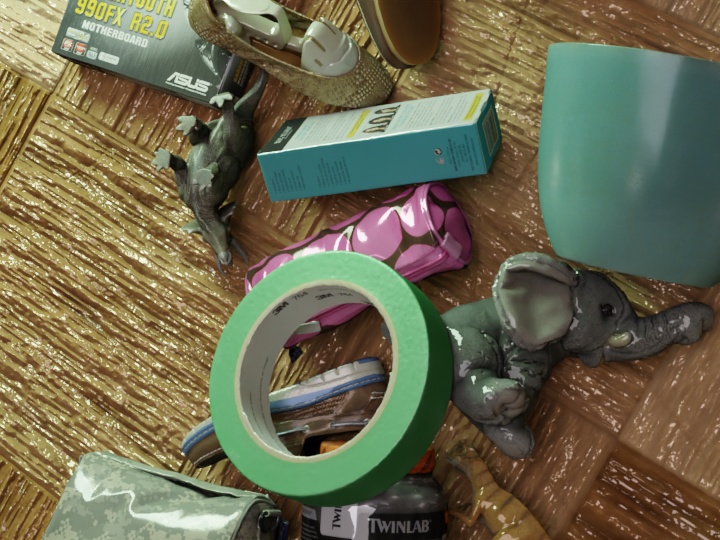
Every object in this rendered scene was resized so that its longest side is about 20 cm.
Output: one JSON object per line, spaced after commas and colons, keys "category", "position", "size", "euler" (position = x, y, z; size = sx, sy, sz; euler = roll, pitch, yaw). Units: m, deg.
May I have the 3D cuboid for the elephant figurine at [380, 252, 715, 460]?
{"category": "elephant figurine", "position": [0.153, 0.045, 1.059], "size": [0.200, 0.155, 0.141], "euler": [-46, 26, -2]}

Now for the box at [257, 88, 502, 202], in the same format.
{"category": "box", "position": [0.017, -0.109, 1.135], "size": [0.199, 0.082, 0.049], "euler": [-6, 116, 20]}

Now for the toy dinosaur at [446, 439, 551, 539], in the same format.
{"category": "toy dinosaur", "position": [0.132, 0.222, 1.062], "size": [0.200, 0.060, 0.106], "euler": [41, 96, 21]}

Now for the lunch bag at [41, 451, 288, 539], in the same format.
{"category": "lunch bag", "position": [-0.177, 0.257, 1.131], "size": [0.199, 0.139, 0.168], "euler": [12, 87, 21]}

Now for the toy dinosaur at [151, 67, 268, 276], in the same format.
{"category": "toy dinosaur", "position": [-0.134, -0.106, 1.197], "size": [0.077, 0.102, 0.201], "euler": [9, 77, 14]}

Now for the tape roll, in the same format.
{"category": "tape roll", "position": [-0.026, 0.085, 1.033], "size": [0.200, 0.048, 0.201], "euler": [-11, 66, 25]}

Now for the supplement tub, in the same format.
{"category": "supplement tub", "position": [0.010, 0.243, 1.066], "size": [0.122, 0.122, 0.201], "euler": [1, 87, 21]}

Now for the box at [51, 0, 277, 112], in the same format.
{"category": "box", "position": [-0.186, -0.254, 1.257], "size": [0.199, 0.048, 0.159], "euler": [21, 91, 22]}

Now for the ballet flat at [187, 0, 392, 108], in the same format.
{"category": "ballet flat", "position": [-0.063, -0.206, 1.161], "size": [0.199, 0.065, 0.071], "euler": [21, 67, 0]}

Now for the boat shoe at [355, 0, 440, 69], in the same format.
{"category": "boat shoe", "position": [0.019, -0.277, 1.177], "size": [0.070, 0.070, 0.201], "euler": [-17, 82, 55]}

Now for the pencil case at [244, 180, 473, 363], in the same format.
{"category": "pencil case", "position": [0.000, 0.000, 1.128], "size": [0.200, 0.094, 0.091], "euler": [-28, 111, 17]}

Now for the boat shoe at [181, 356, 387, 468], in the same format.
{"category": "boat shoe", "position": [-0.065, 0.143, 1.142], "size": [0.199, 0.072, 0.073], "euler": [-24, 76, 16]}

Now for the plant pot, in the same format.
{"category": "plant pot", "position": [0.227, -0.076, 1.002], "size": [0.200, 0.200, 0.162], "euler": [14, 96, 22]}
